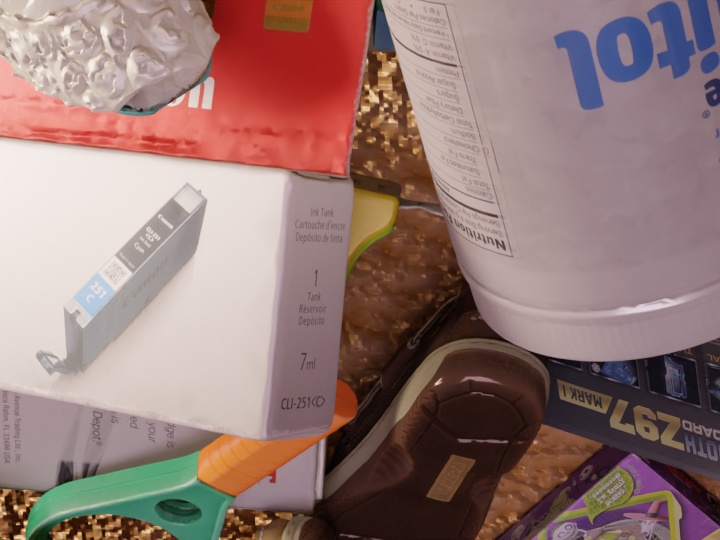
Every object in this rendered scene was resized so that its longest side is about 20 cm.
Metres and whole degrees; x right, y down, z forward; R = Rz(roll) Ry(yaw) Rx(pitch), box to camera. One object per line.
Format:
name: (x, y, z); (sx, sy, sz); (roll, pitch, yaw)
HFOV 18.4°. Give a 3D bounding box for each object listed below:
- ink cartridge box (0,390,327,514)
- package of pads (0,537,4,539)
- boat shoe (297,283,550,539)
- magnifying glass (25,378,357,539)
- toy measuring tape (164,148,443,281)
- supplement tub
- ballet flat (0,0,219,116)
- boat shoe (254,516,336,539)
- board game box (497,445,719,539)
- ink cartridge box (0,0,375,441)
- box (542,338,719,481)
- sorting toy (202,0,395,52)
ink cartridge box: (-0.110, 0.016, 0.947); (0.200, 0.086, 0.147); (4, 118, 0)
package of pads: (-0.175, 0.165, 0.984); (0.154, 0.068, 0.200); (30, 159, -10)
boat shoe: (0.030, 0.072, 0.973); (0.075, 0.075, 0.202); (20, 141, -16)
magnifying glass: (-0.070, 0.093, 0.921); (0.080, 0.022, 0.200); (28, 135, -26)
toy measuring tape: (0.000, 0.000, 0.845); (0.200, 0.074, 0.074); (12, 118, 1)
supplement tub: (0.075, -0.086, 0.730); (0.132, 0.132, 0.200); (-12, 121, 11)
ballet flat: (-0.130, -0.124, 0.811); (0.072, 0.200, 0.072); (-25, 136, -27)
boat shoe: (-0.053, 0.169, 0.999); (0.076, 0.072, 0.200); (13, 144, 5)
board game box: (0.099, 0.175, 1.046); (0.120, 0.032, 0.200); (38, 114, -19)
ink cartridge box: (-0.093, -0.040, 0.811); (0.200, 0.045, 0.177); (8, 93, 33)
box: (0.147, 0.009, 0.880); (0.200, 0.051, 0.158); (16, 126, 43)
sorting toy: (-0.002, -0.136, 0.828); (0.200, 0.037, 0.185); (6, 147, 0)
